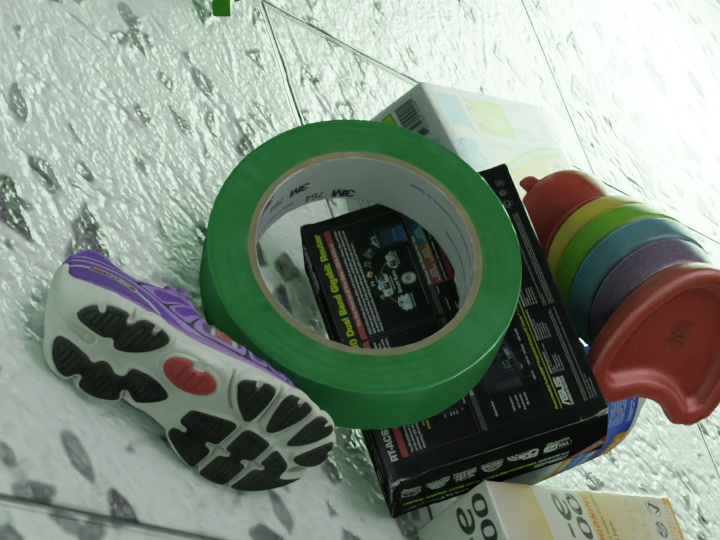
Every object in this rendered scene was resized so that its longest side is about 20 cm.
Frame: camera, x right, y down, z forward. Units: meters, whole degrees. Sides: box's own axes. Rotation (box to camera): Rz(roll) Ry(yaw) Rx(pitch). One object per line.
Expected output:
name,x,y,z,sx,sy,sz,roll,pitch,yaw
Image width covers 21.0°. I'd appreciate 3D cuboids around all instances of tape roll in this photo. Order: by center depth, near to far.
tape roll,0.000,0.000,1.215,0.198,0.048,0.202,6,57,-9

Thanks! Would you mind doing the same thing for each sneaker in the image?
sneaker,-0.091,0.051,1.104,0.200,0.080,0.084,39,25,-29

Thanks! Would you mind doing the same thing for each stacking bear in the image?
stacking bear,0.175,-0.001,1.354,0.121,0.114,0.200,18,20,-35

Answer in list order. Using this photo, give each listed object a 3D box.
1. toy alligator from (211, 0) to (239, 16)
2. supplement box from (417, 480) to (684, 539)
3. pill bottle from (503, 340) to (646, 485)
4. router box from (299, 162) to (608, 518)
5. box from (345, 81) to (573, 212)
toy alligator,-0.097,-0.271,1.457,0.054,0.059,0.202,85,5,-68
supplement box,0.144,0.215,1.282,0.199,0.073,0.127,10,50,-44
pill bottle,0.139,0.088,1.406,0.199,0.112,0.113,-8,66,-61
router box,0.059,0.044,1.275,0.062,0.148,0.201,86,-14,-61
box,0.082,-0.063,1.494,0.199,0.101,0.113,1,58,-59
